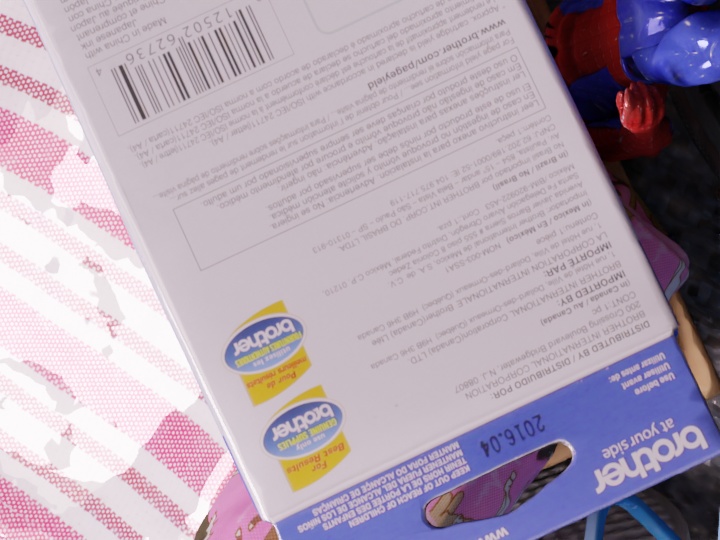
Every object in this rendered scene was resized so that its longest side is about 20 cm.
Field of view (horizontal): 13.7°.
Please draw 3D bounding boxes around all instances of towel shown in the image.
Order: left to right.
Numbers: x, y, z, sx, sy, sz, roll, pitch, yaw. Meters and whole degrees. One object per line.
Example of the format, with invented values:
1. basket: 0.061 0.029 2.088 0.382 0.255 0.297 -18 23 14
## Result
1. towel: -0.079 0.001 0.923 0.146 0.030 0.200 31 110 11

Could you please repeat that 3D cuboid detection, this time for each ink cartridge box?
1. ink cartridge box: 0.002 -0.019 0.781 0.119 0.042 0.200 -25 81 1

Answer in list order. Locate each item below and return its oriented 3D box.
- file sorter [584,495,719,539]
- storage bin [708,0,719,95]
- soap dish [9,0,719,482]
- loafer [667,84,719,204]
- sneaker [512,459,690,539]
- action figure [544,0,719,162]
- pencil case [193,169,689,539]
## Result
1. file sorter: 0.096 0.138 0.851 0.200 0.139 0.123 -24 128 31
2. storage bin: 0.162 -0.114 0.796 0.134 0.145 0.200 49 134 47
3. soap dish: 0.000 0.000 0.953 0.200 0.081 0.158 -25 92 24
4. loafer: 0.160 0.008 0.874 0.200 0.072 0.063 44 144 11
5. sneaker: 0.040 0.126 1.009 0.200 0.073 0.115 -1 110 47
6. action figure: 0.081 -0.067 0.775 0.200 0.052 0.066 154 112 -70
7. pencil case: 0.009 0.053 0.839 0.083 0.087 0.200 32 85 28
